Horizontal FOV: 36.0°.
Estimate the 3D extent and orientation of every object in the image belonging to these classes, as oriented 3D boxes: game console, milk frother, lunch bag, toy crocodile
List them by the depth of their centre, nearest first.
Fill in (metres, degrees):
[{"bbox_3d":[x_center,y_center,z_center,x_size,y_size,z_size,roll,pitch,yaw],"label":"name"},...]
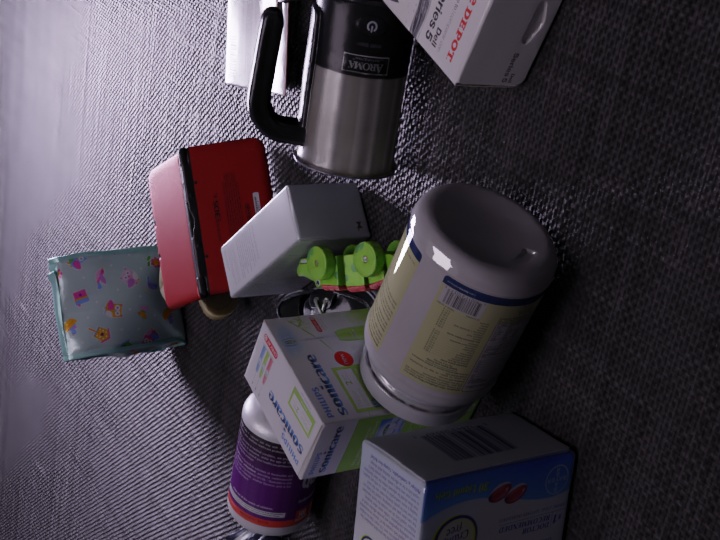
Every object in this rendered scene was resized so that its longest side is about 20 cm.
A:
[{"bbox_3d":[-0.026,-0.227,1.234,0.200,0.178,0.191,-62,-17,-67],"label":"milk frother"},{"bbox_3d":[0.000,0.000,1.243,0.198,0.067,0.063,-3,90,48],"label":"toy crocodile"},{"bbox_3d":[-0.200,-0.062,1.521,0.119,0.169,0.203,124,136,-81],"label":"game console"},{"bbox_3d":[-0.391,0.052,1.755,0.121,0.198,0.173,-14,83,56],"label":"lunch bag"}]

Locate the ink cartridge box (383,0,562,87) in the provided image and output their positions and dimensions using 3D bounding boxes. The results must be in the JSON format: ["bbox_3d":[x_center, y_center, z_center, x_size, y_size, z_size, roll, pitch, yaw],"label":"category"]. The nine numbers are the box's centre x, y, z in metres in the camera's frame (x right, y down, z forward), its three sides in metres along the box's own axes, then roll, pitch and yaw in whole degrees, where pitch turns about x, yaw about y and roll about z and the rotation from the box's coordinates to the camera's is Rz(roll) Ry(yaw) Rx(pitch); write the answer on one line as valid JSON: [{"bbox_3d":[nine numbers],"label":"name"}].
[{"bbox_3d":[0.098,-0.290,1.051,0.201,0.083,0.147,56,137,37],"label":"ink cartridge box"}]

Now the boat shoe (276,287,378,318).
[{"bbox_3d":[-0.035,0.050,1.320,0.199,0.067,0.073,7,100,57],"label":"boat shoe"}]

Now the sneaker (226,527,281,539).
[{"bbox_3d":[-0.154,0.435,1.554,0.109,0.069,0.202,50,127,35],"label":"sneaker"}]

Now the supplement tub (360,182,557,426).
[{"bbox_3d":[0.086,0.035,1.059,0.146,0.143,0.202,56,137,36],"label":"supplement tub"}]

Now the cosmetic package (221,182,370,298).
[{"bbox_3d":[-0.084,-0.034,1.355,0.199,0.100,0.072,-34,65,53],"label":"cosmetic package"}]

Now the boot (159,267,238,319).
[{"bbox_3d":[-0.242,0.015,1.635,0.155,0.071,0.202,-55,45,45],"label":"boot"}]

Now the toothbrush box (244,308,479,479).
[{"bbox_3d":[0.001,0.120,1.154,0.146,0.197,0.087,56,137,38],"label":"toothbrush box"}]

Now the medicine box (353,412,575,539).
[{"bbox_3d":[0.093,0.255,1.045,0.103,0.180,0.203,26,116,53],"label":"medicine box"}]

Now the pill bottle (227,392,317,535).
[{"bbox_3d":[-0.103,0.228,1.410,0.112,0.111,0.203,42,128,46],"label":"pill bottle"}]

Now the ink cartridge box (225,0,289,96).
[{"bbox_3d":[-0.116,-0.331,1.414,0.175,0.044,0.203,24,115,54],"label":"ink cartridge box"}]
